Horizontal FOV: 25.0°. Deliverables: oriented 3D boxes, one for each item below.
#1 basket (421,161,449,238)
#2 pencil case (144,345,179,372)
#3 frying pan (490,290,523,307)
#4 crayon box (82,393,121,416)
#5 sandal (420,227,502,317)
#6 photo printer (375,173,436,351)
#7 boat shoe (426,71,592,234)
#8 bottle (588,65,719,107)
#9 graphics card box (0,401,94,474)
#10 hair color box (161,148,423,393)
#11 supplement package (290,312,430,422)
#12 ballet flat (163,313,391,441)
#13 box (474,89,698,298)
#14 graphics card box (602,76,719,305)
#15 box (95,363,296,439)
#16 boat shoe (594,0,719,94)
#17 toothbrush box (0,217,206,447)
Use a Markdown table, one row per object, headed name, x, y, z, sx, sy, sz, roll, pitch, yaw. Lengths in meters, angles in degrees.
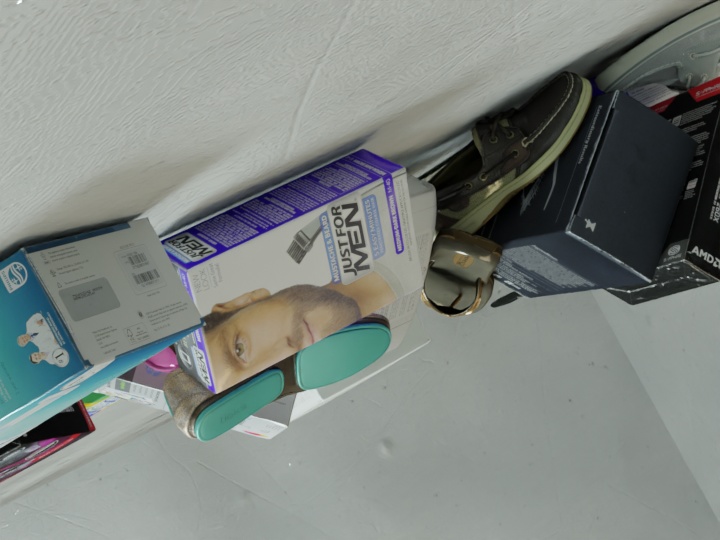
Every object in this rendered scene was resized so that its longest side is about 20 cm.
| name | x | y | z | sx | sy | sz | roll | pitch | yaw |
| --- | --- | --- | --- | --- | --- | --- | --- | --- | --- |
| basket | 0.143 | -0.061 | 1.722 | 0.123 | 0.136 | 0.200 | -27 | 177 | 32 |
| pencil case | -0.112 | 0.029 | 1.382 | 0.094 | 0.091 | 0.200 | -8 | -170 | 29 |
| frying pan | 0.202 | 0.001 | 1.678 | 0.115 | 0.031 | 0.190 | -23 | -179 | -10 |
| crayon box | -0.295 | 0.128 | 1.637 | 0.200 | 0.052 | 0.126 | -28 | 176 | -1 |
| sandal | 0.091 | 0.014 | 1.527 | 0.082 | 0.055 | 0.200 | 15 | 164 | -3 |
| photo printer | 0.000 | 0.000 | 1.416 | 0.200 | 0.069 | 0.167 | -22 | 127 | -62 |
| boat shoe | 0.127 | -0.108 | 1.478 | 0.200 | 0.065 | 0.073 | -48 | -156 | 18 |
| bottle | 0.292 | -0.185 | 1.657 | 0.200 | 0.065 | 0.083 | -26 | 179 | -38 |
| graphics card box | -0.303 | 0.142 | 1.314 | 0.125 | 0.051 | 0.200 | -28 | 173 | 4 |
| hair color box | -0.052 | -0.002 | 1.235 | 0.200 | 0.109 | 0.065 | -26 | -147 | -25 |
| supplement package | -0.049 | 0.068 | 1.837 | 0.150 | 0.152 | 0.200 | -27 | 176 | -24 |
| ballet flat | -0.068 | 0.066 | 1.283 | 0.200 | 0.067 | 0.068 | -22 | 137 | -32 |
| box | 0.196 | -0.066 | 1.511 | 0.200 | 0.104 | 0.148 | -8 | -123 | 61 |
| graphics card box | 0.296 | -0.074 | 1.509 | 0.125 | 0.051 | 0.200 | -21 | -135 | 56 |
| box | -0.163 | 0.101 | 1.439 | 0.200 | 0.041 | 0.156 | 17 | 168 | -5 |
| boat shoe | 0.323 | -0.206 | 1.559 | 0.201 | 0.072 | 0.070 | -27 | 176 | -10 |
| toothbrush box | -0.224 | 0.056 | 1.038 | 0.200 | 0.085 | 0.146 | -32 | 176 | 26 |
